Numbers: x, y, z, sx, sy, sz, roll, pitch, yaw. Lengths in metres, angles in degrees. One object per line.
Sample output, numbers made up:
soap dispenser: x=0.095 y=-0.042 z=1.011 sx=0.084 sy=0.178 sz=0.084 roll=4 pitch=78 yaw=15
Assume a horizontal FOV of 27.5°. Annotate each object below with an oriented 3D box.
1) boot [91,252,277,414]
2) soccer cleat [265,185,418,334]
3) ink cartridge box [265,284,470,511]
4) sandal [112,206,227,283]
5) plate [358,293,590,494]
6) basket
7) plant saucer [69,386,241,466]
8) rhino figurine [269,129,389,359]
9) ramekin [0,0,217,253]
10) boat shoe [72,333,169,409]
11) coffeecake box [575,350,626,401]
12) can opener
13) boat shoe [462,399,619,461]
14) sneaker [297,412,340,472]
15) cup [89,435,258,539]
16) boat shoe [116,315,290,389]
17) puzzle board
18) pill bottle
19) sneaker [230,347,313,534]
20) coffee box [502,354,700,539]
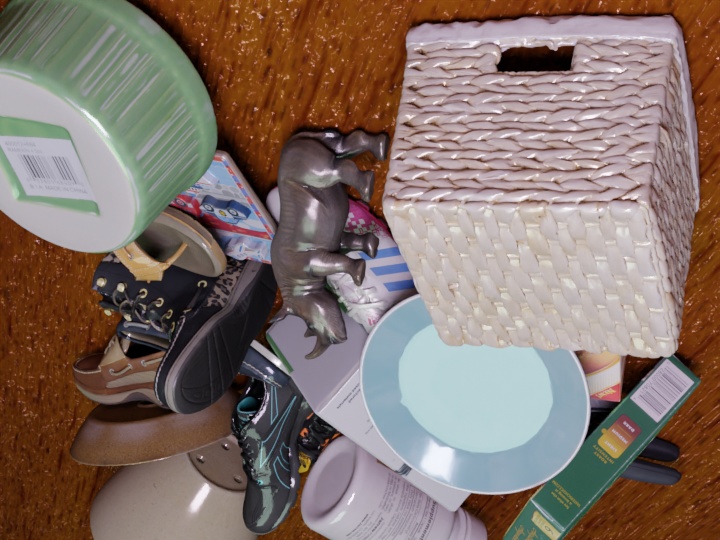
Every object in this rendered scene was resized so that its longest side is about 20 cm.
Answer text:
boot: x=-0.175 y=0.045 z=1.304 sx=0.152 sy=0.204 sz=0.074 roll=10 pitch=126 yaw=18
soccer cleat: x=0.000 y=0.000 z=1.252 sx=0.199 sy=0.087 sz=0.070 roll=32 pitch=145 yaw=-24
ink cartridge box: x=0.024 y=0.114 z=1.358 sx=0.200 sy=0.083 sz=0.147 roll=40 pitch=-175 yaw=-35
sandal: x=-0.199 y=-0.022 z=1.282 sx=0.198 sy=0.054 sz=0.081 roll=14 pitch=152 yaw=28
plate: x=0.095 y=0.098 z=1.226 sx=0.197 sy=0.026 sz=0.203 roll=9 pitch=120 yaw=16
basket: x=0.132 y=-0.054 z=1.041 sx=0.195 sy=0.163 sz=0.201 roll=2 pitch=148 yaw=20
plant saucer: x=-0.209 y=0.150 z=1.532 sx=0.198 sy=0.200 sz=0.036 roll=-5 pitch=103 yaw=29
rhino figurine: x=-0.032 y=-0.020 z=1.189 sx=0.086 sy=0.060 sz=0.203 roll=13 pitch=114 yaw=14
ramekin: x=-0.217 y=-0.109 z=1.118 sx=0.198 sy=0.098 sz=0.202 roll=19 pitch=140 yaw=17
boat shoe: x=-0.226 y=0.093 z=1.526 sx=0.198 sy=0.075 sz=0.075 roll=-1 pitch=114 yaw=40
coffeecake box: x=0.147 y=0.023 z=1.237 sx=0.151 sy=0.074 sz=0.201 roll=5 pitch=148 yaw=14
can opener: x=0.226 y=0.170 z=1.441 sx=0.198 sy=0.064 sz=0.079 roll=23 pitch=147 yaw=-11
boat shoe: x=0.164 y=0.139 z=1.339 sx=0.198 sy=0.069 sz=0.071 roll=-2 pitch=-174 yaw=-44
sneaker: x=-0.046 y=0.168 z=1.532 sx=0.069 sy=0.091 sz=0.200 roll=28 pitch=147 yaw=-20
cup: x=-0.190 y=0.263 z=1.680 sx=0.198 sy=0.201 sz=0.144 roll=26 pitch=119 yaw=-16
boat shoe: x=-0.150 y=0.073 z=1.398 sx=0.198 sy=0.062 sz=0.075 roll=25 pitch=165 yaw=25
puzzle board: x=-0.162 y=-0.060 z=1.255 sx=0.198 sy=0.018 sz=0.151 roll=11 pitch=151 yaw=32
pill bottle: x=0.041 y=0.274 z=1.638 sx=0.199 sy=0.116 sz=0.114 roll=33 pitch=145 yaw=-26
sneaker: x=-0.099 y=0.168 z=1.478 sx=0.078 sy=0.203 sz=0.075 roll=5 pitch=-166 yaw=-34
coffee box: x=0.215 y=0.170 z=1.317 sx=0.044 sy=0.200 sz=0.123 roll=42 pitch=158 yaw=13
